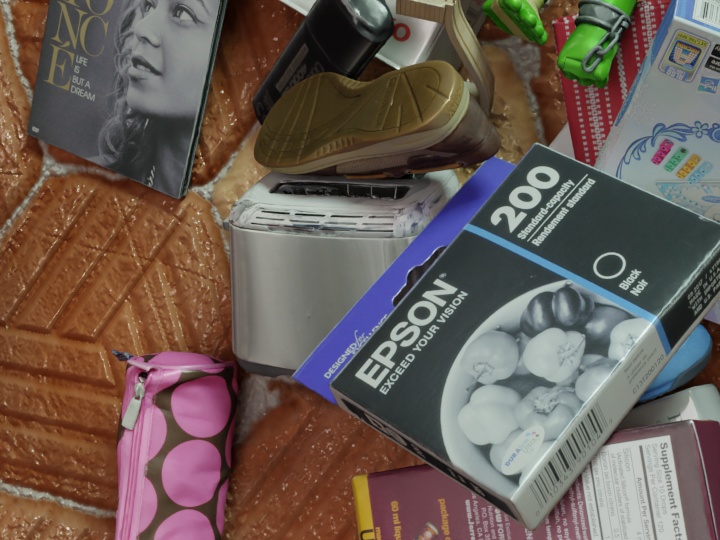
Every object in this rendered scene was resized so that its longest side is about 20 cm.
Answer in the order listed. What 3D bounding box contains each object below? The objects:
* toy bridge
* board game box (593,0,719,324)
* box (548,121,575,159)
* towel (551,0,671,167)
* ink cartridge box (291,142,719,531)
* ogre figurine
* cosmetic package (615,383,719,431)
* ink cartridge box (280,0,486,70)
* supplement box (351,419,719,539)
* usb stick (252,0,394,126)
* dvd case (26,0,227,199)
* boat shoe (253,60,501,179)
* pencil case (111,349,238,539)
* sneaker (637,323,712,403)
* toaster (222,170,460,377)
[{"bbox_3d":[0.053,-0.112,0.984,0.066,0.201,0.027,13,56,8],"label":"toy bridge"},{"bbox_3d":[0.241,-0.048,0.881,0.198,0.044,0.200,21,135,1],"label":"board game box"},{"bbox_3d":[0.183,-0.041,0.998,0.144,0.036,0.201,41,103,17],"label":"box"},{"bbox_3d":[0.224,-0.102,0.926,0.198,0.022,0.147,-5,105,29],"label":"towel"},{"bbox_3d":[0.079,0.020,0.845,0.199,0.044,0.198,27,68,41],"label":"ink cartridge box"},{"bbox_3d":[0.104,-0.215,0.929,0.120,0.098,0.200,-48,50,-3],"label":"ogre figurine"},{"bbox_3d":[0.163,0.200,0.951,0.198,0.123,0.202,-23,80,17],"label":"cosmetic package"},{"bbox_3d":[0.039,-0.249,1.037,0.146,0.083,0.202,32,99,18],"label":"ink cartridge box"},{"bbox_3d":[0.108,0.143,0.850,0.197,0.110,0.087,-12,80,19],"label":"supplement box"},{"bbox_3d":[-0.028,-0.139,1.015,0.032,0.200,0.056,-34,86,-27],"label":"usb stick"},{"bbox_3d":[-0.174,-0.173,1.122,0.147,0.016,0.202,23,111,20],"label":"dvd case"},{"bbox_3d":[0.009,-0.083,0.957,0.199,0.072,0.073,-6,57,49],"label":"boat shoe"},{"bbox_3d":[-0.143,0.160,1.082,0.090,0.094,0.203,3,90,21],"label":"pencil case"},{"bbox_3d":[0.124,0.040,0.928,0.197,0.066,0.079,-6,116,-5],"label":"sneaker"},{"bbox_3d":[0.000,0.000,1.004,0.197,0.114,0.131,5,117,25],"label":"toaster"}]
